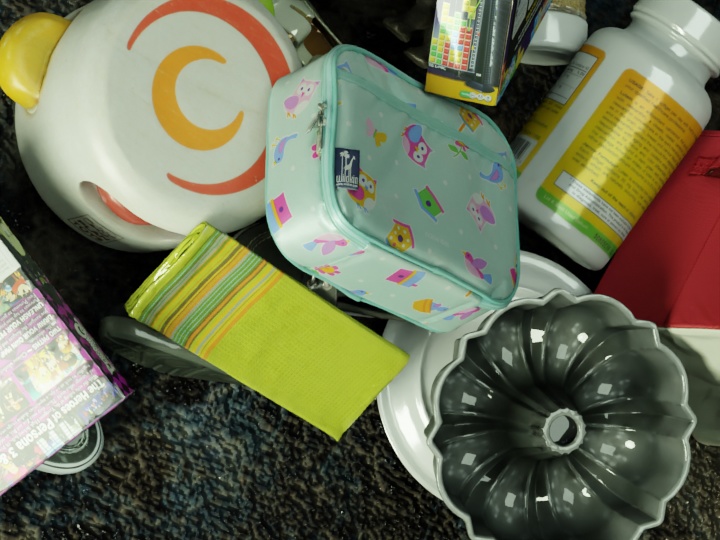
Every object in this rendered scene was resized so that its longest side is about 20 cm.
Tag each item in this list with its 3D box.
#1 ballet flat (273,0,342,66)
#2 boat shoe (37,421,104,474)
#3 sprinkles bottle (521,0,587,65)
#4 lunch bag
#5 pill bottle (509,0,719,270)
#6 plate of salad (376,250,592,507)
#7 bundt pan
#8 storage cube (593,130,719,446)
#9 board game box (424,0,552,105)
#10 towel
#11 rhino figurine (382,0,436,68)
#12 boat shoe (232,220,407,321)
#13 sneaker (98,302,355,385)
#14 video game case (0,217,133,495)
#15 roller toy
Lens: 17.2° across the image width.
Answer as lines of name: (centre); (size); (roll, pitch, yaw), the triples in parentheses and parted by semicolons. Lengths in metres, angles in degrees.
ballet flat: (-0.036, -0.161, 1.745); (0.200, 0.062, 0.068); (44, 72, -11)
boat shoe: (-0.248, 0.062, 1.628); (0.074, 0.068, 0.200); (-42, 100, -20)
sprinkles bottle: (0.145, -0.261, 1.827); (0.068, 0.068, 0.201); (7, 81, -21)
lunch bag: (0.024, -0.060, 1.623); (0.200, 0.077, 0.161); (27, 55, -39)
pill bottle: (0.192, -0.110, 1.777); (0.111, 0.111, 0.200); (36, 89, -14)
plate of salad: (0.104, 0.084, 1.779); (0.199, 0.048, 0.201); (2, 83, -16)
bundt pan: (0.135, 0.111, 1.712); (0.201, 0.076, 0.203); (-1, 94, -14)
storage cube: (0.309, 0.020, 1.776); (0.200, 0.171, 0.180); (46, 65, -32)
board game box: (0.101, -0.231, 1.663); (0.056, 0.200, 0.166); (12, 120, 11)
towel: (-0.061, 0.044, 1.636); (0.200, 0.018, 0.086); (34, 109, -32)
rhino figurine: (0.002, -0.248, 1.769); (0.200, 0.060, 0.088); (41, 84, 3)
boat shoe: (0.000, 0.000, 1.673); (0.199, 0.057, 0.067); (11, 81, -36)
sneaker: (-0.091, 0.023, 1.695); (0.199, 0.076, 0.115); (8, 79, -24)
video game case: (-0.281, 0.070, 1.572); (0.200, 0.036, 0.182); (-38, 90, 9)
roller toy: (-0.142, -0.107, 1.653); (0.199, 0.140, 0.183); (-18, 93, -33)
